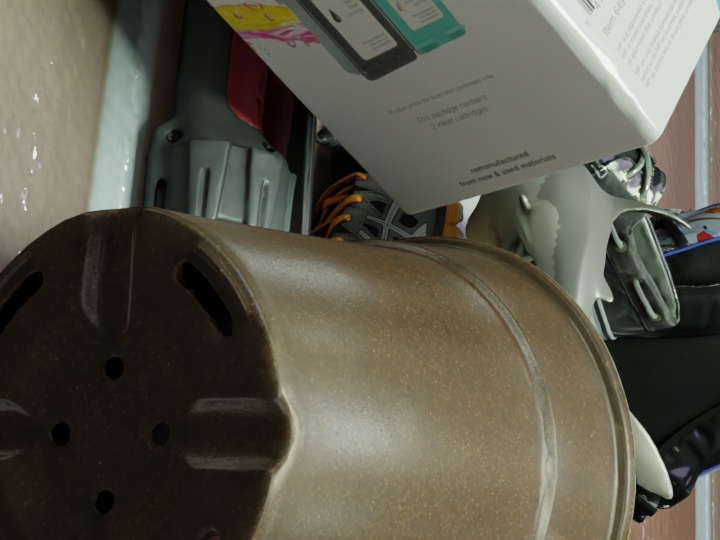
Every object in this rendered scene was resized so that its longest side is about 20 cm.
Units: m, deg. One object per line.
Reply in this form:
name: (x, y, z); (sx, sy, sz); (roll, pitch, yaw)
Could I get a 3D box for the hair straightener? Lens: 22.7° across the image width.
hair straightener: (-0.035, -0.084, 0.856); (0.077, 0.041, 0.200); (44, 41, -54)

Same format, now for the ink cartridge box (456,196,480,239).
ink cartridge box: (0.047, 0.008, 0.935); (0.094, 0.044, 0.200); (129, -36, -70)

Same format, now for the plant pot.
plant pot: (-0.031, 0.068, 0.652); (0.198, 0.200, 0.201); (18, 67, -55)

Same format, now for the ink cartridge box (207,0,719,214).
ink cartridge box: (0.031, -0.152, 0.700); (0.200, 0.146, 0.147); (46, 55, -22)

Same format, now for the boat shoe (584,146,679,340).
boat shoe: (0.131, -0.047, 0.973); (0.072, 0.071, 0.200); (-77, 153, -47)

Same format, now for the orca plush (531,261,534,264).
orca plush: (0.089, -0.019, 1.052); (0.105, 0.071, 0.200); (28, 59, -61)

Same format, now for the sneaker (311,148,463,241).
sneaker: (0.000, 0.000, 0.863); (0.077, 0.078, 0.200); (18, 51, -27)

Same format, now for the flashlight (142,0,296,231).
flashlight: (-0.047, -0.100, 0.788); (0.068, 0.068, 0.200); (34, 52, -52)

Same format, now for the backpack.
backpack: (0.236, 0.043, 1.215); (0.154, 0.190, 0.200); (-81, 156, -65)

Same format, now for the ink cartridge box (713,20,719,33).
ink cartridge box: (0.135, -0.183, 1.040); (0.176, 0.200, 0.084); (11, 73, -64)

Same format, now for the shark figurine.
shark figurine: (0.101, -0.007, 0.774); (0.215, 0.089, 0.128); (-99, -161, -63)

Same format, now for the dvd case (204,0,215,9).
dvd case: (-0.042, -0.178, 0.758); (0.200, 0.025, 0.151); (34, 59, -29)
